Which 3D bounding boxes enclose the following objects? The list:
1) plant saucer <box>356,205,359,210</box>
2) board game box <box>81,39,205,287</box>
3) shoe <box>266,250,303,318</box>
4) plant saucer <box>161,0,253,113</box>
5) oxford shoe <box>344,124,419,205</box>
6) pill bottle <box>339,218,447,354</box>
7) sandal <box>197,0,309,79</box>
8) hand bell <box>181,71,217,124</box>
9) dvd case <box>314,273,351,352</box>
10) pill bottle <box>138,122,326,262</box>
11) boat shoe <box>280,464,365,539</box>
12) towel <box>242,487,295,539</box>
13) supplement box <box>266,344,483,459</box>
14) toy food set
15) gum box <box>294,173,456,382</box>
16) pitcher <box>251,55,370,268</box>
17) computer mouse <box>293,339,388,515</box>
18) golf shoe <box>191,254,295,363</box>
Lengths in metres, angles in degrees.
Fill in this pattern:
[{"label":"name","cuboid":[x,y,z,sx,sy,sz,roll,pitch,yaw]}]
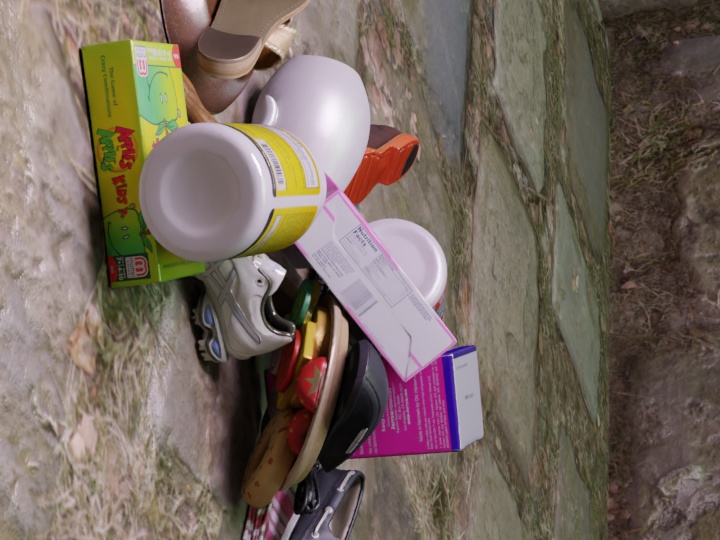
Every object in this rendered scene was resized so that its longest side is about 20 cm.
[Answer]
[{"label":"plant saucer","cuboid":[-0.043,-0.118,1.968,0.200,0.027,0.201,-7,90,-73]},{"label":"board game box","cuboid":[-0.182,-0.091,1.469,0.102,0.047,0.201,-16,100,-73]},{"label":"shoe","cuboid":[-0.079,0.016,1.728,0.200,0.070,0.054,58,34,-55]},{"label":"plant saucer","cuboid":[-0.139,-0.255,1.687,0.200,0.037,0.201,-7,90,-73]},{"label":"oxford shoe","cuboid":[-0.012,-0.123,1.946,0.200,0.072,0.071,-23,139,-58]},{"label":"pill bottle","cuboid":[0.033,0.032,1.844,0.200,0.115,0.116,87,3,-69]},{"label":"sandal","cuboid":[-0.104,-0.217,1.643,0.212,0.077,0.070,-60,161,-53]},{"label":"hand bell","cuboid":[-0.138,-0.127,1.580,0.200,0.104,0.104,47,36,-33]},{"label":"dvd case","cuboid":[-0.009,0.042,1.977,0.200,0.025,0.151,60,41,-57]},{"label":"pill bottle","cuboid":[-0.099,-0.068,1.460,0.200,0.112,0.113,-11,95,-73]},{"label":"boat shoe","cuboid":[-0.040,0.268,1.688,0.076,0.060,0.200,77,19,-45]},{"label":"towel","cuboid":[-0.079,0.297,1.707,0.147,0.030,0.200,67,24,-46]},{"label":"supplement box","cuboid":[0.015,0.137,1.779,0.101,0.199,0.104,-8,93,-72]},{"label":"toy food set","cuboid":[-0.062,0.114,1.650,0.200,0.049,0.198,117,-16,-44]},{"label":"gum box","cuboid":[0.000,0.000,1.660,0.200,0.066,0.114,52,1,-15]},{"label":"pitcher","cuboid":[-0.072,-0.123,1.754,0.171,0.121,0.201,34,62,-49]},{"label":"computer mouse","cuboid":[-0.011,0.129,1.633,0.141,0.046,0.200,-88,-162,-53]},{"label":"golf shoe","cuboid":[-0.115,-0.013,1.581,0.078,0.097,0.200,-64,142,-57]}]
